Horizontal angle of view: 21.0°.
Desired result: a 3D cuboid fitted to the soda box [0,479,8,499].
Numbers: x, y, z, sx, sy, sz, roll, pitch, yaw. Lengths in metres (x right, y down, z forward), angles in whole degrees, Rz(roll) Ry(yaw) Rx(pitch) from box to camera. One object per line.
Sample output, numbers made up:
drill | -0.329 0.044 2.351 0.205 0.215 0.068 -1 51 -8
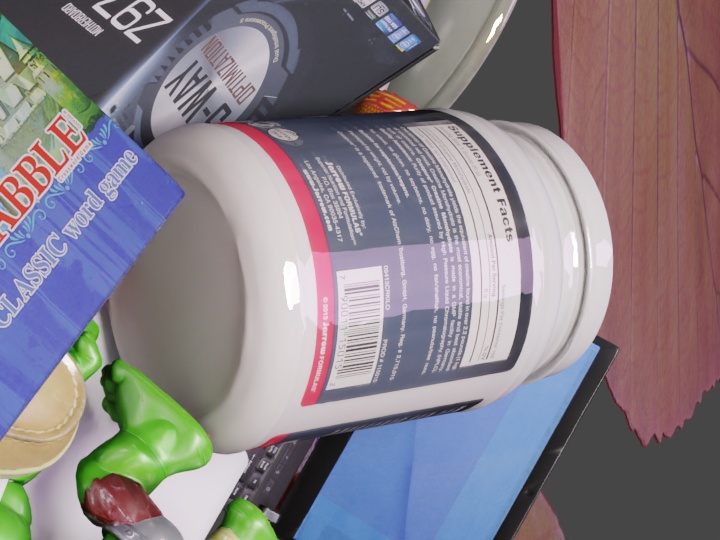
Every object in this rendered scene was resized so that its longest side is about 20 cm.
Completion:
soda box | -0.178 0.081 0.716 0.068 0.063 0.201 46 45 -35

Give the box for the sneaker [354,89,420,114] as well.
sneaker | 0.028 -0.014 1.082 0.077 0.073 0.201 -44 140 -27

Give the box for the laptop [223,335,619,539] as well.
laptop | -0.005 0.059 0.977 0.200 0.103 0.178 33 85 -33

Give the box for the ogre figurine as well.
ogre figurine | -0.100 0.120 0.788 0.120 0.098 0.201 -40 111 -29

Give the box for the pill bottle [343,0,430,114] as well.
pill bottle | -0.012 -0.174 1.128 0.200 0.111 0.112 -65 151 -48

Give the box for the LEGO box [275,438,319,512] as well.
LEGO box | -0.042 0.029 1.120 0.200 0.077 0.150 -45 134 -63

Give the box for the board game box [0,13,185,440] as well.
board game box | -0.174 -0.024 0.564 0.199 0.041 0.200 43 46 -13

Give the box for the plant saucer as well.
plant saucer | 0.038 -0.173 1.255 0.050 0.200 0.201 28 55 -20

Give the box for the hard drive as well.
hard drive | -0.129 0.116 0.862 0.132 0.026 0.200 60 44 -34

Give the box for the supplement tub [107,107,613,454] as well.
supplement tub | 0.000 0.000 0.870 0.199 0.140 0.141 -7 101 -38

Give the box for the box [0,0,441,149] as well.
box | -0.076 -0.112 0.833 0.200 0.160 0.044 39 22 -57

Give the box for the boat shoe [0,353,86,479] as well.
boat shoe | -0.163 0.007 0.659 0.201 0.063 0.073 41 47 -32
